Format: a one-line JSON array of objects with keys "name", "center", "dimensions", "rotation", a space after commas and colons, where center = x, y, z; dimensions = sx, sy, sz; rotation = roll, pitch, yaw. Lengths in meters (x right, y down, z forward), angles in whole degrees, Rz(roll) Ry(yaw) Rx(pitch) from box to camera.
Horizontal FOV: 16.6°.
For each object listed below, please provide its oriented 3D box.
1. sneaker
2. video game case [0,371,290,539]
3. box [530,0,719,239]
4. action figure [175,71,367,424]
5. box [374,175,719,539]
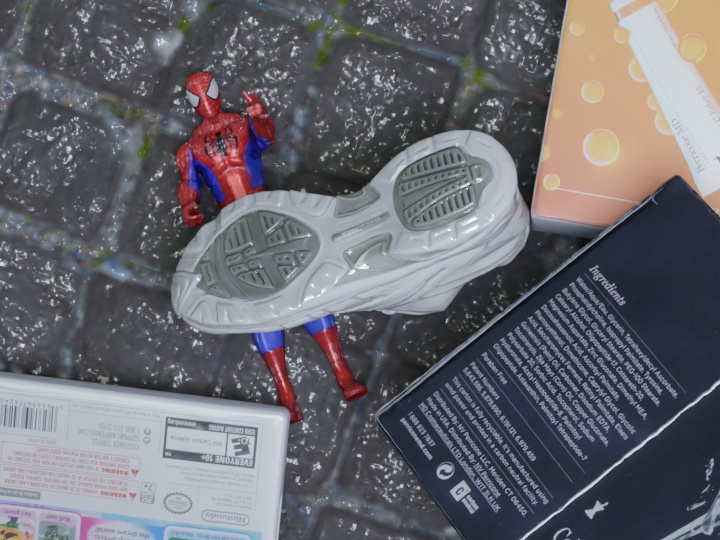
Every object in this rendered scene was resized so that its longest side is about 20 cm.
[{"name": "sneaker", "center": [0.000, 0.000, 1.287], "dimensions": [0.199, 0.099, 0.078], "rotation": [-15, 59, 16]}, {"name": "video game case", "center": [-0.145, 0.153, 1.355], "dimensions": [0.198, 0.024, 0.183], "rotation": [7, 100, 5]}, {"name": "box", "center": [0.168, -0.113, 1.325], "dimensions": [0.123, 0.097, 0.202], "rotation": [9, 88, 5]}, {"name": "action figure", "center": [-0.058, -0.019, 1.341], "dimensions": [0.065, 0.099, 0.201], "rotation": [-22, 83, 2]}, {"name": "box", "center": [0.147, 0.094, 1.252], "dimensions": [0.196, 0.200, 0.124], "rotation": [-40, 49, 1]}]
